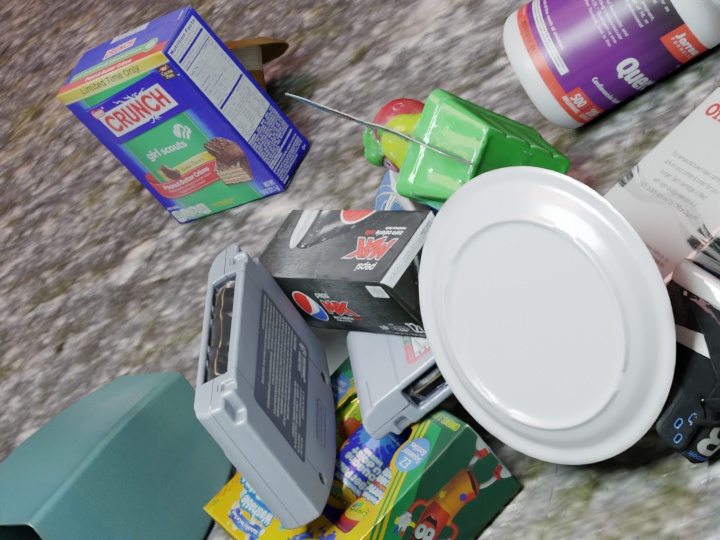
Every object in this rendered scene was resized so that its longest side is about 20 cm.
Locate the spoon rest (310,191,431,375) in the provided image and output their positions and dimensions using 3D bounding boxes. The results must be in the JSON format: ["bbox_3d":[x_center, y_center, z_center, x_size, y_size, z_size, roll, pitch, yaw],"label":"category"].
[{"bbox_3d":[0.000,0.037,1.532,0.201,0.099,0.061,-58,32,5],"label":"spoon rest"}]

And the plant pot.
[{"bbox_3d":[-0.203,0.185,1.589,0.141,0.142,0.200,-7,35,49],"label":"plant pot"}]

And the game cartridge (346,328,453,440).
[{"bbox_3d":[0.073,0.023,1.384,0.200,0.041,0.133,-40,22,13],"label":"game cartridge"}]

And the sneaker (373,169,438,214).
[{"bbox_3d":[0.057,-0.029,1.640,0.077,0.075,0.200,-60,22,23],"label":"sneaker"}]

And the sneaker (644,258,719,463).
[{"bbox_3d":[0.250,0.085,1.207,0.200,0.073,0.112,40,110,47],"label":"sneaker"}]

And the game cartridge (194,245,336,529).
[{"bbox_3d":[-0.064,0.085,1.373,0.041,0.134,0.200,-23,30,14],"label":"game cartridge"}]

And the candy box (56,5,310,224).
[{"bbox_3d":[-0.180,-0.154,1.982,0.168,0.200,0.077,-15,36,42],"label":"candy box"}]

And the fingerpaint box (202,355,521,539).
[{"bbox_3d":[-0.005,0.164,1.409,0.167,0.073,0.200,-46,26,-8],"label":"fingerpaint box"}]

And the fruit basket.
[{"bbox_3d":[0.060,-0.090,1.565,0.199,0.185,0.094,16,89,46],"label":"fruit basket"}]

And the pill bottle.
[{"bbox_3d":[0.225,-0.210,1.615,0.199,0.113,0.113,-30,28,23],"label":"pill bottle"}]

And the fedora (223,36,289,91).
[{"bbox_3d":[-0.162,-0.191,2.105,0.199,0.082,0.201,-17,-1,0],"label":"fedora"}]

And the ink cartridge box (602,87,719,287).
[{"bbox_3d":[0.231,-0.018,1.348,0.200,0.084,0.146,-43,26,0],"label":"ink cartridge box"}]

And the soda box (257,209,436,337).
[{"bbox_3d":[0.000,0.000,1.417,0.071,0.063,0.200,-54,26,-19],"label":"soda box"}]

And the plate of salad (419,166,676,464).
[{"bbox_3d":[0.123,0.028,1.265,0.199,0.201,0.048,-15,6,42],"label":"plate of salad"}]
